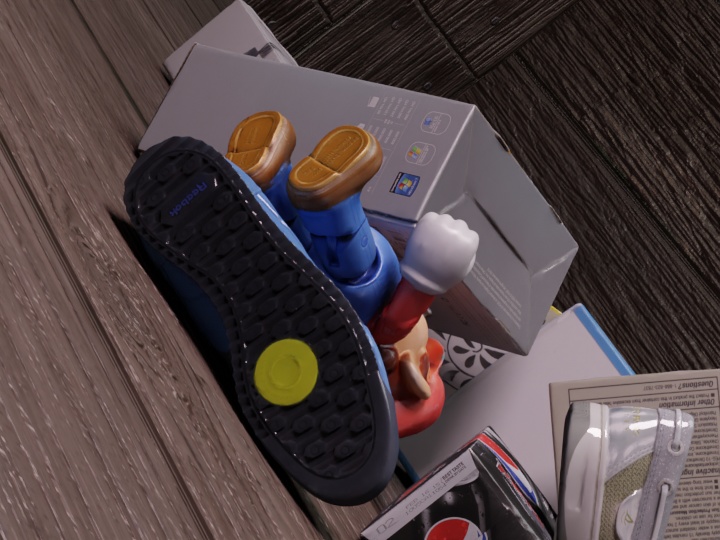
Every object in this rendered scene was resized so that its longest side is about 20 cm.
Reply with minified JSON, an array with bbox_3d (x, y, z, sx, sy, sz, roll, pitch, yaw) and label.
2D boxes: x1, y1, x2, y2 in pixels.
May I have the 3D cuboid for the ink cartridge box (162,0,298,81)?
[{"bbox_3d":[-0.053,-0.089,1.607,0.145,0.084,0.200,49,6,-38],"label":"ink cartridge box"}]

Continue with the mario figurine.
[{"bbox_3d":[0.000,0.000,1.102,0.124,0.105,0.201,56,-11,48],"label":"mario figurine"}]

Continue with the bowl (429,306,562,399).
[{"bbox_3d":[0.072,0.064,1.453,0.200,0.095,0.201,31,-10,6],"label":"bowl"}]

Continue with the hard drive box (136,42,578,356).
[{"bbox_3d":[-0.001,-0.040,1.215,0.199,0.077,0.156,16,-20,34],"label":"hard drive box"}]

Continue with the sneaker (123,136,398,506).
[{"bbox_3d":[-0.036,0.026,0.982,0.201,0.066,0.078,55,1,27],"label":"sneaker"}]

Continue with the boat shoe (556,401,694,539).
[{"bbox_3d":[0.127,0.163,1.055,0.074,0.064,0.204,-64,154,-76],"label":"boat shoe"}]

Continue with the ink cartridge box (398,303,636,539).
[{"bbox_3d":[0.139,0.145,1.336,0.147,0.146,0.200,55,4,26],"label":"ink cartridge box"}]

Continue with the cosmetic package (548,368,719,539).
[{"bbox_3d":[0.158,0.157,1.150,0.071,0.104,0.202,43,44,-79],"label":"cosmetic package"}]

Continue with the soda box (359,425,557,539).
[{"bbox_3d":[0.053,0.125,1.075,0.063,0.071,0.200,52,4,4],"label":"soda box"}]
